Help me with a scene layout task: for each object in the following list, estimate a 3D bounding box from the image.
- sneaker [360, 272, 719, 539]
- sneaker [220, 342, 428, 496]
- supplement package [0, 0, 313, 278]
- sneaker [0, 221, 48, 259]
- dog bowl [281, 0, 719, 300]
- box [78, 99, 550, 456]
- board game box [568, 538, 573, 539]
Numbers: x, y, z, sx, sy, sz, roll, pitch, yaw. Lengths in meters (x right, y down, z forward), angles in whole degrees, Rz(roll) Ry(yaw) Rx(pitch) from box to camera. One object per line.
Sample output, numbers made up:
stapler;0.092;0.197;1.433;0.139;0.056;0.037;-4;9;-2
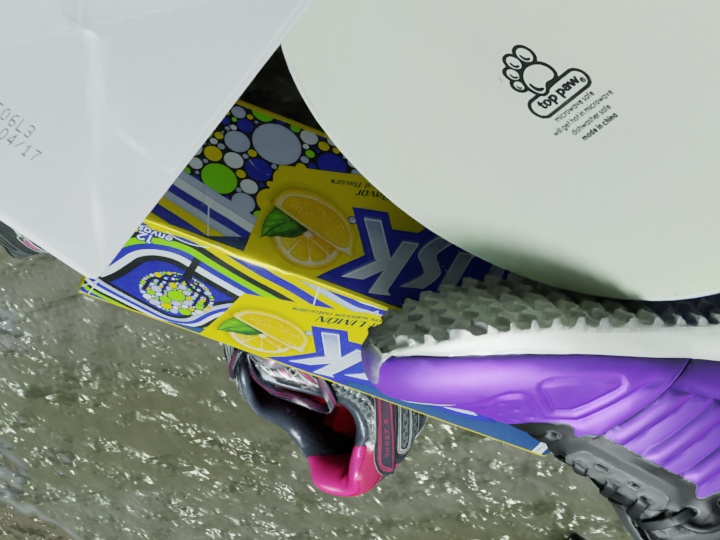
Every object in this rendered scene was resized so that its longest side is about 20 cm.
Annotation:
sneaker;0.099;0.057;0.859;0.199;0.070;0.100;1;103;-9
sneaker;-0.038;0.007;0.984;0.081;0.075;0.200;-19;122;46
supplement package;-0.128;-0.110;0.744;0.121;0.120;0.200;37;-179;-42
sneaker;-0.191;-0.070;0.995;0.200;0.077;0.084;44;138;-18
dog bowl;0.075;-0.085;0.788;0.200;0.079;0.200;19;144;15
box;0.000;0.000;0.914;0.199;0.070;0.064;20;146;-11
board game box;0.107;0.214;1.164;0.135;0.035;0.200;33;144;-6
